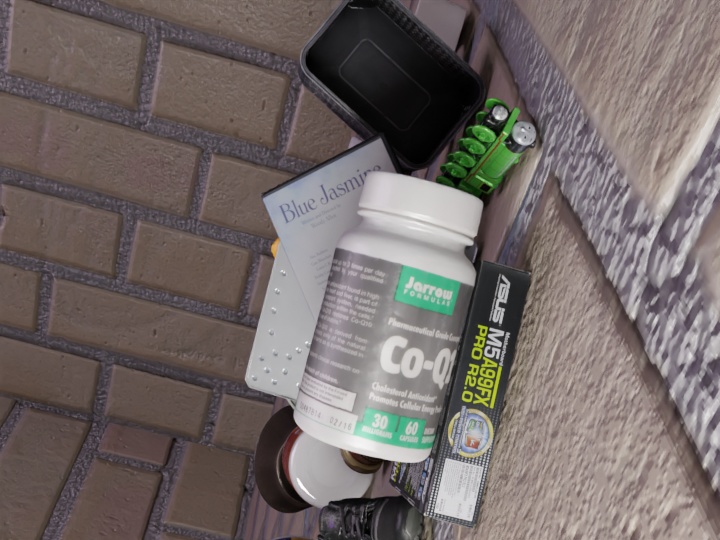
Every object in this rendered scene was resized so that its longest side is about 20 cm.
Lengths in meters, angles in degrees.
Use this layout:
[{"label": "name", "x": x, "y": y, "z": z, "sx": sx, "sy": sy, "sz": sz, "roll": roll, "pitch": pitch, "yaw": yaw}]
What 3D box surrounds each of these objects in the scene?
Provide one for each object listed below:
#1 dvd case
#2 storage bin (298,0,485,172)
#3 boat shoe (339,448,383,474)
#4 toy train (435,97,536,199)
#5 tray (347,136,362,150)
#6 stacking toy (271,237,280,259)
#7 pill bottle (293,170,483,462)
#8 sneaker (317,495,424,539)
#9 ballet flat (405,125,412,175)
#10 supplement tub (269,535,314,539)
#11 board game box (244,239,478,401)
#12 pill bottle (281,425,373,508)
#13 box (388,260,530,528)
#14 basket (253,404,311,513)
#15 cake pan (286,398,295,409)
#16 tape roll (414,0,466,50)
[{"label": "dvd case", "x": 0.002, "y": -0.017, "z": 0.858, "sx": 0.202, "sy": 0.141, "sz": 0.018, "roll": 66, "pitch": -171, "yaw": 9}, {"label": "storage bin", "x": 0.034, "y": -0.227, "z": 1.039, "sx": 0.136, "sy": 0.200, "sz": 0.094, "roll": -49, "pitch": 8, "yaw": 0}, {"label": "boat shoe", "x": -0.001, "y": 0.147, "z": 1.081, "sx": 0.068, "sy": 0.071, "sz": 0.202, "roll": -54, "pitch": 42, "yaw": 43}, {"label": "toy train", "x": 0.113, "y": -0.103, "z": 0.826, "sx": 0.042, "sy": 0.056, "sz": 0.200, "roll": -61, "pitch": 2, "yaw": -17}, {"label": "tray", "x": -0.003, "y": -0.059, "z": 1.112, "sx": 0.107, "sy": 0.022, "sz": 0.203, "roll": -136, "pitch": 46, "yaw": -54}, {"label": "stacking toy", "x": 0.000, "y": 0.000, "z": 0.937, "sx": 0.110, "sy": 0.197, "sz": 0.118, "roll": -98, "pitch": 23, "yaw": -73}, {"label": "pill bottle", "x": 0.024, "y": 0.033, "z": 0.669, "sx": 0.113, "sy": 0.112, "sz": 0.203, "roll": -166, "pitch": 90, "yaw": -83}, {"label": "sneaker", "x": 0.003, "y": 0.257, "z": 0.848, "sx": 0.200, "sy": 0.086, "sz": 0.077, "roll": 119, "pitch": 165, "yaw": -64}, {"label": "ballet flat", "x": 0.055, "y": -0.166, "z": 1.136, "sx": 0.201, "sy": 0.068, "sz": 0.075, "roll": -50, "pitch": -10, "yaw": -10}, {"label": "supplement tub", "x": -0.078, "y": 0.390, "z": 1.002, "sx": 0.200, "sy": 0.142, "sz": 0.146, "roll": 150, "pitch": 134, "yaw": -80}, {"label": "board game box", "x": 0.001, "y": 0.044, "z": 0.877, "sx": 0.026, "sy": 0.197, "sz": 0.203, "roll": 20, "pitch": -95, "yaw": -78}, {"label": "pill bottle", "x": -0.050, "y": 0.258, "z": 1.184, "sx": 0.200, "sy": 0.111, "sz": 0.114, "roll": 138, "pitch": 146, "yaw": -77}, {"label": "box", "x": 0.079, "y": 0.099, "z": 0.738, "sx": 0.160, "sy": 0.044, "sz": 0.203, "roll": 145, "pitch": 139, "yaw": -81}, {"label": "basket", "x": -0.091, "y": 0.302, "z": 1.380, "sx": 0.200, "sy": 0.134, "sz": 0.183, "roll": 145, "pitch": 136, "yaw": -74}, {"label": "cake pan", "x": -0.063, "y": 0.095, "z": 1.165, "sx": 0.200, "sy": 0.036, "sz": 0.203, "roll": -12, "pitch": -90, "yaw": -70}, {"label": "tape roll", "x": 0.091, "y": -0.294, "z": 1.271, "sx": 0.202, "sy": 0.070, "sz": 0.205, "roll": 19, "pitch": -90, "yaw": -90}]
